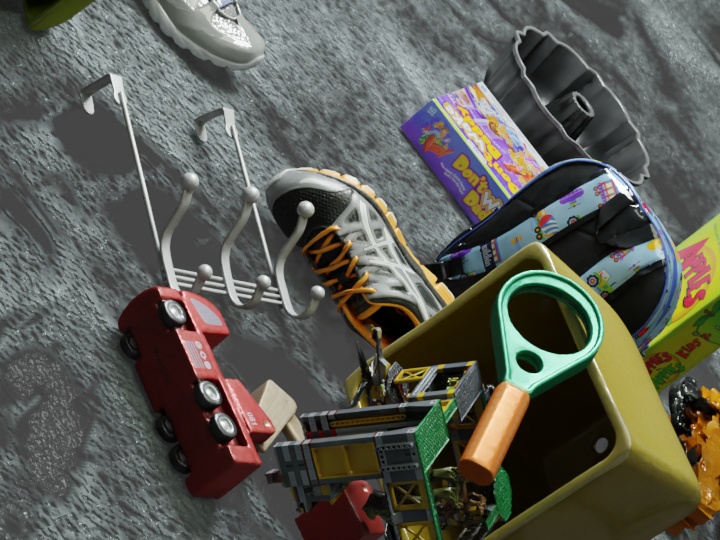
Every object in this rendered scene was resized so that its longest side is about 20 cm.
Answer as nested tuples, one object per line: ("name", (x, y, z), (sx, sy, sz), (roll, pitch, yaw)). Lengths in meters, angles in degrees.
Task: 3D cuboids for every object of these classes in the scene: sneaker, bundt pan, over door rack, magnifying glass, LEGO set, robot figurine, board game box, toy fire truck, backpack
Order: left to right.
("sneaker", (-0.144, -0.251, 1.853), (0.200, 0.082, 0.075), (48, 26, -4))
("over door rack", (-0.110, -0.062, 1.675), (0.148, 0.067, 0.200), (13, 44, -53))
("toy fire truck", (-0.075, 0.105, 1.527), (0.141, 0.049, 0.200), (10, 47, -53))
("sneaker", (0.000, 0.000, 1.763), (0.200, 0.078, 0.077), (44, 35, -10))
("LEGO set", (0.016, 0.140, 1.488), (0.200, 0.116, 0.154), (-58, 136, -58))
("board game box", (0.137, -0.079, 2.117), (0.200, 0.045, 0.134), (53, 26, 5))
("magnifying glass", (0.109, 0.071, 1.514), (0.080, 0.022, 0.200), (29, 43, 2))
("bundt pan", (0.200, -0.146, 2.270), (0.202, 0.076, 0.202), (37, 28, -24))
("backpack", (0.183, 0.008, 1.897), (0.135, 0.200, 0.183), (6, 49, -55))
("board game box", (0.266, 0.047, 1.976), (0.048, 0.200, 0.102), (37, 28, -25))
("robot figurine", (0.323, 0.184, 2.050), (0.145, 0.058, 0.200), (42, 28, -17))

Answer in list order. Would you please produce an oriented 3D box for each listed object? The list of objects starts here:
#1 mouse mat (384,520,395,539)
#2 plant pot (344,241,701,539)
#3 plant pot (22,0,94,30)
("mouse mat", (0.079, 0.188, 1.713), (0.161, 0.008, 0.200), (39, 27, -21))
("plant pot", (0.142, 0.135, 1.676), (0.200, 0.195, 0.194), (30, 31, -47))
("plant pot", (-0.236, -0.310, 1.667), (0.181, 0.200, 0.199), (37, 27, -41))
